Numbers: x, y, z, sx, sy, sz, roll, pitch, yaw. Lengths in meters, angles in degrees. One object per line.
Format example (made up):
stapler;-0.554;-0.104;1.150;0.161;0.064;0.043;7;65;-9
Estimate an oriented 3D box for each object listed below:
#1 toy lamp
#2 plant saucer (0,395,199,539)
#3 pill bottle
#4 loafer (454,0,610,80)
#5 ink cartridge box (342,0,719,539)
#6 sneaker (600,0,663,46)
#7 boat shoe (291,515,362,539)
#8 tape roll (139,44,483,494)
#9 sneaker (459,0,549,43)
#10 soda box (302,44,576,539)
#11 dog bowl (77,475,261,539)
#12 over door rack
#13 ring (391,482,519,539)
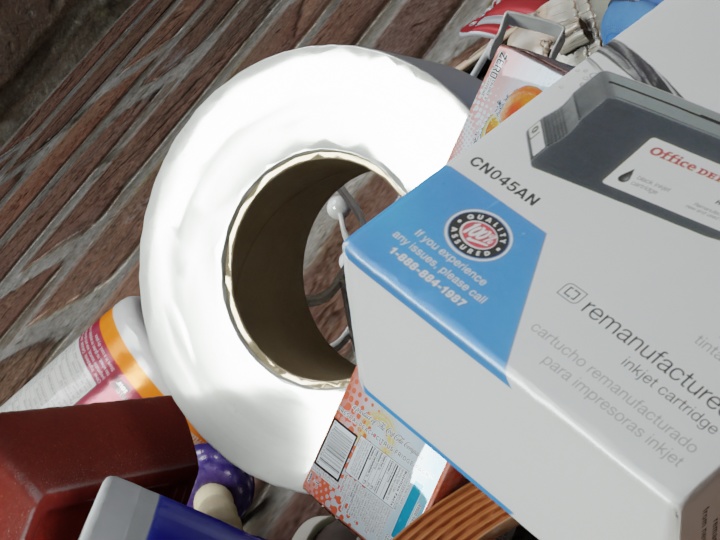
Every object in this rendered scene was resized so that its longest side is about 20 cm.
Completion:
toy lamp;-0.066;0.138;0.914;0.058;0.058;0.200;-43;16;-1
plant saucer;-0.145;0.159;0.839;0.201;0.037;0.200;-70;-19;6
pill bottle;-0.175;0.117;1.124;0.200;0.110;0.110;-41;16;7
loafer;0.101;-0.114;1.102;0.063;0.072;0.200;-2;-16;-33
ink cartridge box;0.115;-0.003;0.610;0.200;0.084;0.145;-38;56;-23
sneaker;0.139;-0.044;0.753;0.078;0.066;0.200;-39;47;5
boat shoe;0.002;0.149;0.712;0.059;0.072;0.200;-18;16;11
tape roll;0.000;0.000;0.847;0.202;0.203;0.071;-36;-17;24
sneaker;0.108;-0.168;1.241;0.112;0.071;0.200;-41;18;-6
soda box;0.055;0.018;0.733;0.064;0.068;0.200;34;107;38
dog bowl;-0.099;0.184;0.703;0.200;0.079;0.201;-157;90;-85
over door rack;0.026;-0.038;1.001;0.200;0.067;0.148;-48;-19;-16
ring;0.072;0.109;0.618;0.200;0.019;0.201;-19;25;9
